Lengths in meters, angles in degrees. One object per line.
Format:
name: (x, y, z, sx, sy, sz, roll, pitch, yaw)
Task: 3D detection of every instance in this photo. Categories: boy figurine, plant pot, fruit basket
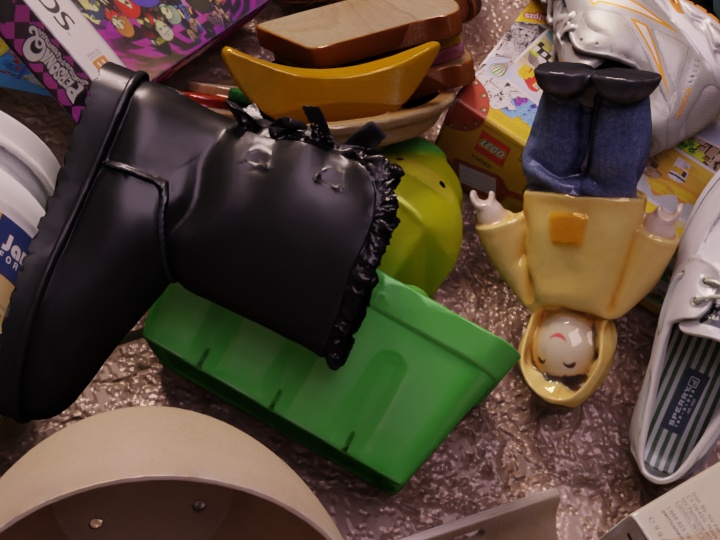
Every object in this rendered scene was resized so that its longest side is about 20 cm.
boy figurine: (0.120, -0.019, 0.838, 0.124, 0.201, 0.064, 11, 16, 18)
plant pot: (-0.104, 0.143, 0.705, 0.199, 0.201, 0.135, 0, 28, -12)
fruit basket: (0.000, 0.000, 0.819, 0.215, 0.156, 0.217, 0, 77, -2)

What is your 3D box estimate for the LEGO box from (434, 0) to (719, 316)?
LEGO box: (0.168, -0.081, 0.925, 0.200, 0.077, 0.149, 33, 61, 7)

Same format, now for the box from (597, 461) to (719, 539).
box: (0.232, 0.137, 0.814, 0.199, 0.095, 0.078, -25, 71, -21)

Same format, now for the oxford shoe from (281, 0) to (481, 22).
oxford shoe: (-0.017, -0.196, 0.959, 0.199, 0.071, 0.071, 24, 65, 14)

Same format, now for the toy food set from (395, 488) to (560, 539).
toy food set: (0.079, 0.226, 0.753, 0.143, 0.060, 0.201, -15, 66, -19)

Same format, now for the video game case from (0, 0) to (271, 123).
video game case: (-0.159, -0.195, 0.864, 0.181, 0.036, 0.200, 50, 38, -6)

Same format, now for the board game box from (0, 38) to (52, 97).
board game box: (-0.233, -0.209, 0.873, 0.195, 0.056, 0.201, 7, 57, -42)

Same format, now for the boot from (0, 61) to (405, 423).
boot: (-0.077, 0.004, 0.715, 0.162, 0.073, 0.199, 20, 91, 3)

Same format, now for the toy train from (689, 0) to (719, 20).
toy train: (0.296, -0.139, 0.961, 0.200, 0.114, 0.087, 34, 58, 7)

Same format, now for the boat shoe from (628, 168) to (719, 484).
boat shoe: (0.205, 0.030, 0.817, 0.073, 0.067, 0.201, 16, 100, 11)

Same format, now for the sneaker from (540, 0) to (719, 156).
sneaker: (0.139, -0.153, 0.873, 0.092, 0.076, 0.200, -34, 72, -21)

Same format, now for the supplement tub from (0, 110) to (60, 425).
supplement tub: (-0.240, 0.019, 0.749, 0.144, 0.145, 0.201, 15, 61, -3)

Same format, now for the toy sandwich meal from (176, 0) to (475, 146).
toy sandwich meal: (-0.030, -0.119, 0.855, 0.204, 0.205, 0.071, -8, 108, -15)
